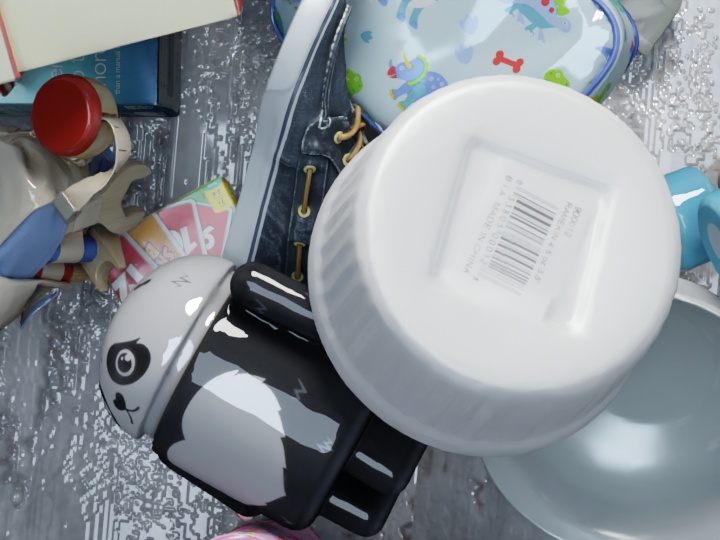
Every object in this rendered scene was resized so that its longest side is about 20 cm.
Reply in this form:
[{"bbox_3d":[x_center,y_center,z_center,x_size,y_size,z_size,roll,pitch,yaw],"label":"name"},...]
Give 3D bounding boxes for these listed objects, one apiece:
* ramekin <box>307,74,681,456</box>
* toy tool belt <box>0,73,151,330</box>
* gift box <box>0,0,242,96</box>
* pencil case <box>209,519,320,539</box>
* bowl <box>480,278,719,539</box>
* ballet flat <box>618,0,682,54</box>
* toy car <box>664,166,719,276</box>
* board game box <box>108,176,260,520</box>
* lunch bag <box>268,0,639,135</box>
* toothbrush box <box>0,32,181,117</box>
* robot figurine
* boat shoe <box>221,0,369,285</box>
[{"bbox_3d":[0.076,-0.007,0.979,0.198,0.098,0.202,3,74,-10],"label":"ramekin"},{"bbox_3d":[-0.192,-0.041,1.094,0.200,0.123,0.125,-44,72,22],"label":"toy tool belt"},{"bbox_3d":[-0.172,-0.204,1.045,0.185,0.200,0.186,-14,101,0],"label":"gift box"},{"bbox_3d":[-0.063,0.197,1.108,0.087,0.200,0.088,0,86,1],"label":"pencil case"},{"bbox_3d":[0.174,0.075,1.126,0.199,0.091,0.203,7,121,12],"label":"bowl"},{"bbox_3d":[0.108,-0.187,1.167,0.198,0.069,0.070,18,91,3],"label":"ballet flat"},{"bbox_3d":[0.303,0.011,1.106,0.183,0.177,0.202,-22,101,-8],"label":"toy car"},{"bbox_3d":[-0.082,0.051,1.147,0.095,0.030,0.201,-28,90,4],"label":"board game box"},{"bbox_3d":[0.059,-0.151,1.099,0.200,0.082,0.161,42,107,8],"label":"lunch bag"},{"bbox_3d":[-0.220,-0.176,1.176,0.198,0.085,0.148,2,89,5],"label":"toothbrush box"},{"bbox_3d":[-0.058,0.075,1.069,0.199,0.125,0.151,30,92,2],"label":"robot figurine"},{"bbox_3d":[-0.016,-0.074,1.072,0.090,0.071,0.201,18,122,1],"label":"boat shoe"}]
